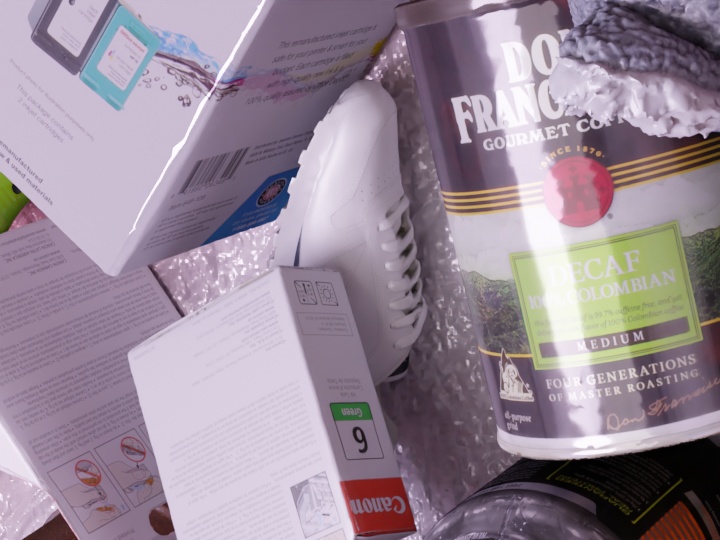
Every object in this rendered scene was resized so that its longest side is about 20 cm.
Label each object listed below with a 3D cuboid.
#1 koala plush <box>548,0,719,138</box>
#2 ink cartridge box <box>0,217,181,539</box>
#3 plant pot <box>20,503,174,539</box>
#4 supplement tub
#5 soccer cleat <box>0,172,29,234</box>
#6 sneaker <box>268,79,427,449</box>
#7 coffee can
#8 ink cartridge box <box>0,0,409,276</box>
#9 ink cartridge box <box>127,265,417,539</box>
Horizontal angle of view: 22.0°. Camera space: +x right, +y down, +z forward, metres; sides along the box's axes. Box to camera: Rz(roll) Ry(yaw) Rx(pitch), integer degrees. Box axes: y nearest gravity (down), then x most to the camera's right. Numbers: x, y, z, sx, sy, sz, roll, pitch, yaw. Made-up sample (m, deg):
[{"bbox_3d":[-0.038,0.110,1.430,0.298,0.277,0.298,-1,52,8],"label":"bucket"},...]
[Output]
[{"bbox_3d":[0.163,-0.089,0.669,0.200,0.178,0.184,23,154,-13],"label":"koala plush"},{"bbox_3d":[-0.145,0.069,0.979,0.050,0.161,0.200,-37,84,35],"label":"ink cartridge box"},{"bbox_3d":[-0.150,0.222,0.996,0.200,0.198,0.201,11,110,32],"label":"plant pot"},{"bbox_3d":[0.099,0.139,0.827,0.122,0.200,0.123,8,107,29],"label":"supplement tub"},{"bbox_3d":[-0.252,-0.053,1.072,0.200,0.081,0.068,15,143,47],"label":"soccer cleat"},{"bbox_3d":[0.000,0.000,0.934,0.080,0.076,0.200,21,121,17],"label":"sneaker"},{"bbox_3d":[0.108,-0.035,0.808,0.146,0.146,0.200,-9,99,33],"label":"coffee can"},{"bbox_3d":[-0.082,-0.130,0.897,0.146,0.147,0.200,42,120,15],"label":"ink cartridge box"},{"bbox_3d":[-0.035,0.110,0.876,0.109,0.050,0.200,-29,71,34],"label":"ink cartridge box"}]
